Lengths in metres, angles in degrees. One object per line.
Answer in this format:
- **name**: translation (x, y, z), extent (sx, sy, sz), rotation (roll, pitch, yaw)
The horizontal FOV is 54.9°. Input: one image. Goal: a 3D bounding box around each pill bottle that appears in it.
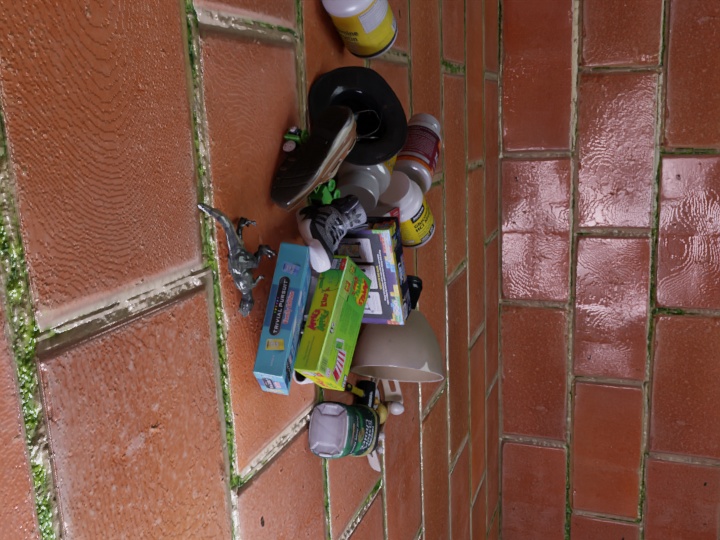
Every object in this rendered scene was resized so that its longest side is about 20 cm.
- **pill bottle**: translation (-0.008, -0.497, 1.293), extent (0.200, 0.111, 0.113), rotation (46, 50, -62)
- **pill bottle**: translation (0.100, -0.142, 1.610), extent (0.200, 0.111, 0.114), rotation (52, 44, -59)
- **pill bottle**: translation (0.136, -0.286, 1.689), extent (0.114, 0.112, 0.202), rotation (67, 32, -47)
- **pill bottle**: translation (0.014, -0.218, 1.375), extent (0.113, 0.111, 0.202), rotation (65, 33, -50)

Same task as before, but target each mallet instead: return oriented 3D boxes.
- **mallet**: translation (-0.019, 0.257, 1.447), extent (0.200, 0.041, 0.067), rotation (29, 61, -62)

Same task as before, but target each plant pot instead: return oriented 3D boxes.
- **plant pot**: translation (0.081, 0.155, 1.477), extent (0.200, 0.198, 0.136), rotation (42, 50, -63)

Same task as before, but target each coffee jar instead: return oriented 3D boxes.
- **coffee jar**: translation (-0.026, 0.313, 1.360), extent (0.200, 0.084, 0.106), rotation (31, 63, -67)

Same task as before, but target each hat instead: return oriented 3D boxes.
- **hat**: translation (-0.010, -0.275, 1.292), extent (0.081, 0.198, 0.203), rotation (132, -31, -69)

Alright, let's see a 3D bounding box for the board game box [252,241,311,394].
- **board game box**: translation (-0.118, 0.078, 1.081), extent (0.151, 0.046, 0.203), rotation (96, 4, -70)

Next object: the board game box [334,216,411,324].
- **board game box**: translation (0.000, 0.000, 1.286), extent (0.057, 0.163, 0.202), rotation (-54, 141, -53)

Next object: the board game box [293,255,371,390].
- **board game box**: translation (-0.044, 0.087, 1.164), extent (0.102, 0.047, 0.202), rotation (45, 54, -54)

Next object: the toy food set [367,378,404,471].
- **toy food set**: translation (0.054, 0.338, 1.608), extent (0.201, 0.060, 0.145), rotation (-66, 151, -45)

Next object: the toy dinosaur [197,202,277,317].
- **toy dinosaur**: translation (-0.170, -0.028, 1.008), extent (0.088, 0.047, 0.202), rotation (-53, 137, -46)

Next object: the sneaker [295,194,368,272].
- **sneaker**: translation (-0.042, -0.071, 1.147), extent (0.200, 0.113, 0.076), rotation (-112, -178, -64)

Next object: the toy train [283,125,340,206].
- **toy train**: translation (-0.087, -0.171, 1.218), extent (0.057, 0.041, 0.201), rotation (-63, 149, -23)

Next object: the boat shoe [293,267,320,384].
- **boat shoe**: translation (-0.090, 0.097, 1.202), extent (0.066, 0.071, 0.203), rotation (-8, 107, -73)

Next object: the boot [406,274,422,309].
- **boot**: translation (0.098, 0.118, 1.608), extent (0.199, 0.072, 0.165), rotation (108, -13, -66)

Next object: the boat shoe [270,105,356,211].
- **boat shoe**: translation (-0.066, -0.176, 1.145), extent (0.201, 0.075, 0.074), rotation (-53, 147, -11)

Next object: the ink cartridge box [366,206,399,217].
- **ink cartridge box**: translation (0.029, -0.025, 1.473), extent (0.144, 0.083, 0.203), rotation (-36, 127, -64)
